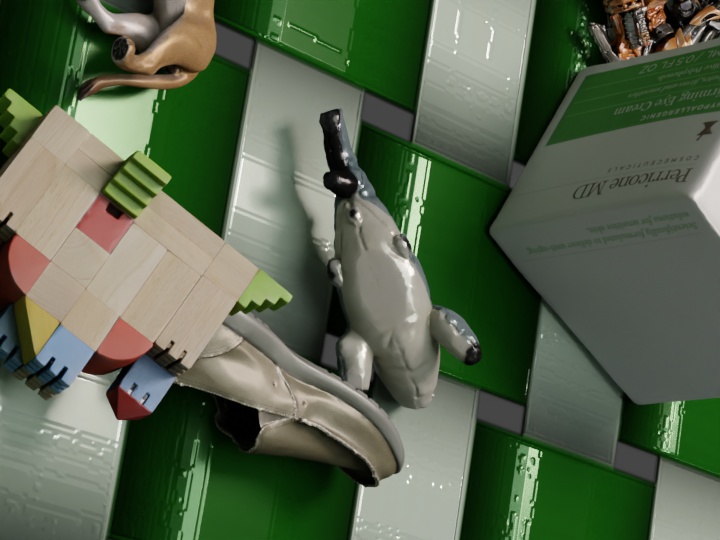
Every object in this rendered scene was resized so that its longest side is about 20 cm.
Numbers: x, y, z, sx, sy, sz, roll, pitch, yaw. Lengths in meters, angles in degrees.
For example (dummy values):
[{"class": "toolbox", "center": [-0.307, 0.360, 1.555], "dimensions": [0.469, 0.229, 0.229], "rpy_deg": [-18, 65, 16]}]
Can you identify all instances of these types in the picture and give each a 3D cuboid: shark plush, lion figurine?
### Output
[{"class": "shark plush", "center": [0.000, 0.000, 1.563], "dimensions": [0.091, 0.083, 0.201], "rpy_deg": [-29, 97, 3]}, {"class": "lion figurine", "center": [-0.107, -0.182, 1.484], "dimensions": [0.122, 0.072, 0.201], "rpy_deg": [24, 83, -52]}]

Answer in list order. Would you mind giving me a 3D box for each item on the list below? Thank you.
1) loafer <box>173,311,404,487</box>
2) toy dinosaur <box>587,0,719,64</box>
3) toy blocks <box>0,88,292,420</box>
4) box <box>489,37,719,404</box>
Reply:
[{"class": "loafer", "center": [-0.056, 0.084, 1.496], "dimensions": [0.200, 0.075, 0.070], "rpy_deg": [37, 73, -28]}, {"class": "toy dinosaur", "center": [0.232, -0.180, 1.794], "dimensions": [0.136, 0.102, 0.200], "rpy_deg": [-43, 133, -21]}, {"class": "toy blocks", "center": [-0.159, 0.010, 1.375], "dimensions": [0.200, 0.100, 0.137], "rpy_deg": [39, 66, -11]}, {"class": "box", "center": [0.242, -0.034, 1.692], "dimensions": [0.200, 0.199, 0.172], "rpy_deg": [47, 57, -27]}]
